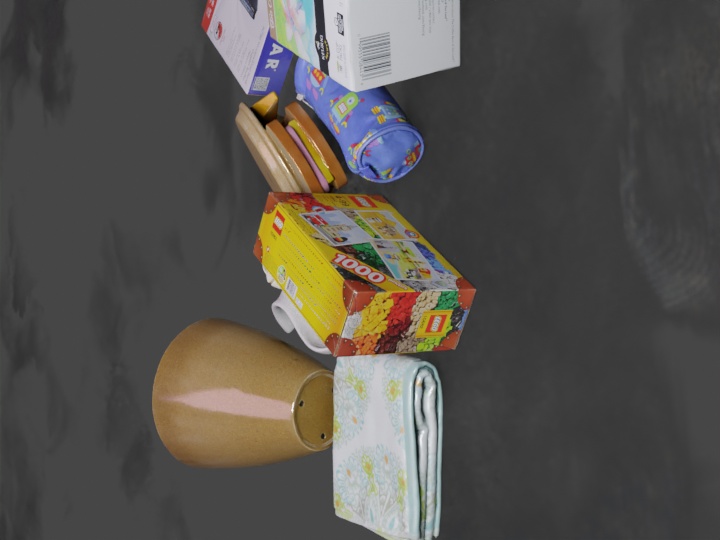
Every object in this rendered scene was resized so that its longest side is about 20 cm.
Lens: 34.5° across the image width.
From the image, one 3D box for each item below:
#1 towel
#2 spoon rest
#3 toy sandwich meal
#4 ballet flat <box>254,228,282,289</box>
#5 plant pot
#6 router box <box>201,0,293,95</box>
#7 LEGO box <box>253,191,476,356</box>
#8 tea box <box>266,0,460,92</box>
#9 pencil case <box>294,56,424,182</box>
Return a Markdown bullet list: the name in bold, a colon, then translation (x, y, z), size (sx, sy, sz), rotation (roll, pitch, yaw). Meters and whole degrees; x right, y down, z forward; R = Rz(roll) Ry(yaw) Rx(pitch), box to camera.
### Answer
- **towel**: translation (0.024, 0.188, 1.262), size (0.171, 0.048, 0.203), rotation (6, 96, 57)
- **spoon rest**: translation (-0.049, 0.049, 1.346), size (0.100, 0.061, 0.199), rotation (-57, 26, -17)
- **toy sandwich meal**: translation (-0.078, -0.128, 1.363), size (0.206, 0.070, 0.205), rotation (58, 175, 8)
- **ballet flat**: translation (-0.090, -0.013, 1.375), size (0.200, 0.070, 0.072), rotation (-127, 43, -71)
- **plant pot**: translation (-0.116, 0.158, 1.385), size (0.199, 0.185, 0.189), rotation (3, 94, 44)
- **router box**: translation (-0.129, -0.357, 1.483), size (0.180, 0.048, 0.201), rotation (56, 135, 41)
- **LEGO box**: translation (0.000, 0.000, 1.199), size (0.200, 0.148, 0.078), rotation (48, 129, 45)
- **tea box**: translation (-0.003, -0.315, 1.167), size (0.197, 0.132, 0.202), rotation (42, 142, 51)
- **pencil case**: translation (-0.008, -0.177, 1.267), size (0.087, 0.078, 0.201), rotation (-40, 49, 7)
